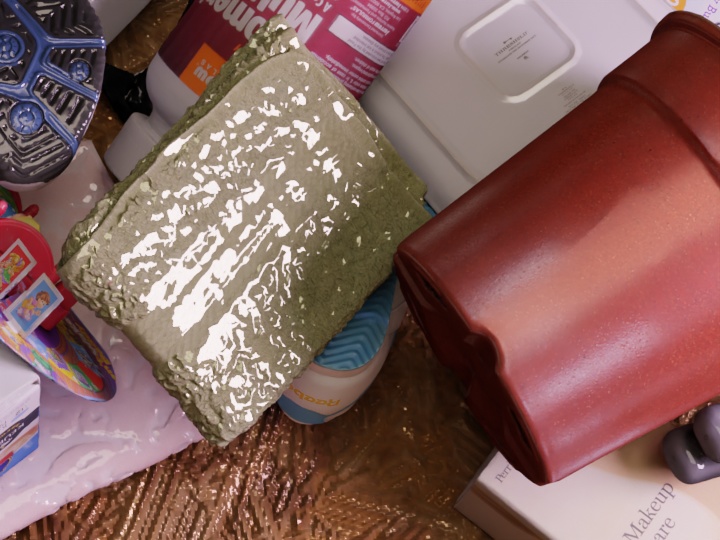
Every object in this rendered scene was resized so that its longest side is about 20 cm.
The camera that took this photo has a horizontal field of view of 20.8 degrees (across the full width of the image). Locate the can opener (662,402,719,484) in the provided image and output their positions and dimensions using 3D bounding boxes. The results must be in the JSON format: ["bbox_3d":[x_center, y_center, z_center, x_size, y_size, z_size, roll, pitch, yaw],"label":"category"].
[{"bbox_3d":[0.242,0.069,1.122,0.199,0.053,0.067,-9,66,-42],"label":"can opener"}]

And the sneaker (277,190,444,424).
[{"bbox_3d":[0.000,0.000,1.143,0.076,0.081,0.201,28,50,4],"label":"sneaker"}]

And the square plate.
[{"bbox_3d":[0.094,-0.126,1.163,0.199,0.029,0.198,-35,66,-12],"label":"square plate"}]

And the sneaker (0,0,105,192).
[{"bbox_3d":[-0.181,-0.126,1.066,0.075,0.077,0.201,3,60,-15],"label":"sneaker"}]

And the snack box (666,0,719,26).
[{"bbox_3d":[0.195,-0.152,1.232,0.199,0.053,0.143,33,71,5],"label":"snack box"}]

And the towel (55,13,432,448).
[{"bbox_3d":[-0.056,-0.021,1.030,0.149,0.036,0.200,49,61,-18],"label":"towel"}]

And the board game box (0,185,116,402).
[{"bbox_3d":[-0.184,-0.019,1.037,0.039,0.158,0.200,-41,75,6],"label":"board game box"}]

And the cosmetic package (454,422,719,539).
[{"bbox_3d":[0.164,0.149,1.114,0.199,0.071,0.105,36,69,5],"label":"cosmetic package"}]

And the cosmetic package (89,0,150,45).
[{"bbox_3d":[-0.195,-0.201,1.178,0.150,0.052,0.200,33,69,20],"label":"cosmetic package"}]

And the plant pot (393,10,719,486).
[{"bbox_3d":[0.135,0.001,1.034,0.194,0.201,0.202,-32,78,-7],"label":"plant pot"}]

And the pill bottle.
[{"bbox_3d":[-0.053,-0.118,1.119,0.109,0.110,0.201,38,98,6],"label":"pill bottle"}]

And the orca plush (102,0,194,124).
[{"bbox_3d":[-0.077,-0.171,1.189,0.199,0.071,0.106,-31,78,-17],"label":"orca plush"}]

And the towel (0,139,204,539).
[{"bbox_3d":[-0.199,0.046,1.118,0.199,0.032,0.192,-26,76,-16],"label":"towel"}]

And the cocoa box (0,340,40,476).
[{"bbox_3d":[-0.275,0.040,1.020,0.133,0.131,0.200,-38,80,-20],"label":"cocoa box"}]
